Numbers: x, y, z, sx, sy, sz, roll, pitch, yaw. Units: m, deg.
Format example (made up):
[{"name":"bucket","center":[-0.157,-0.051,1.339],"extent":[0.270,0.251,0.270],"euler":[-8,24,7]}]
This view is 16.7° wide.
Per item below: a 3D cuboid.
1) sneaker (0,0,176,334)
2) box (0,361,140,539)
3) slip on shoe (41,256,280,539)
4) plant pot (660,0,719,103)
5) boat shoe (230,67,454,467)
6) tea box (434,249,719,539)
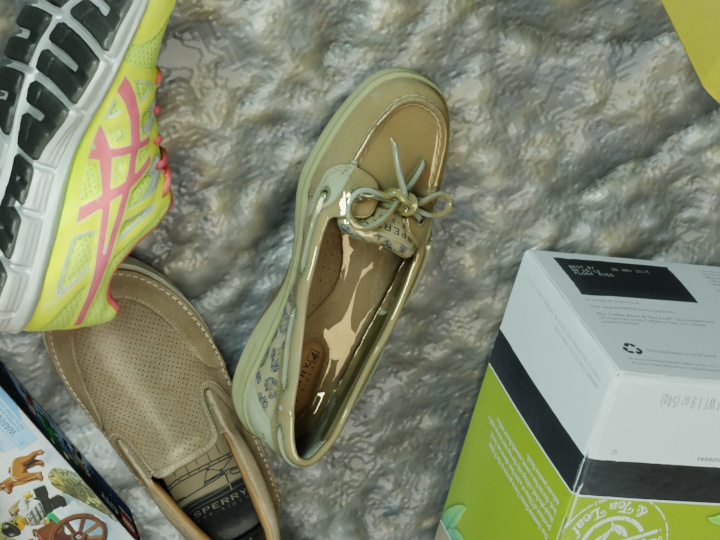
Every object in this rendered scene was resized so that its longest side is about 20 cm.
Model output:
[{"name":"sneaker","center":[-0.121,-0.060,1.134],"extent":[0.090,0.078,0.201],"euler":[12,110,-36]},{"name":"box","center":[-0.219,0.106,1.217],"extent":[0.136,0.038,0.200],"euler":[-35,124,3]},{"name":"slip on shoe","center":[-0.095,0.076,1.228],"extent":[0.076,0.061,0.200],"euler":[-27,124,-3]},{"name":"plant pot","center":[0.246,-0.153,1.145],"extent":[0.200,0.200,0.176],"euler":[26,119,-30]},{"name":"boat shoe","center":[0.000,0.000,1.202],"extent":[0.073,0.063,0.201],"euler":[15,100,-26]},{"name":"tea box","center":[0.170,0.110,1.296],"extent":[0.199,0.134,0.197],"euler":[4,118,-21]}]
